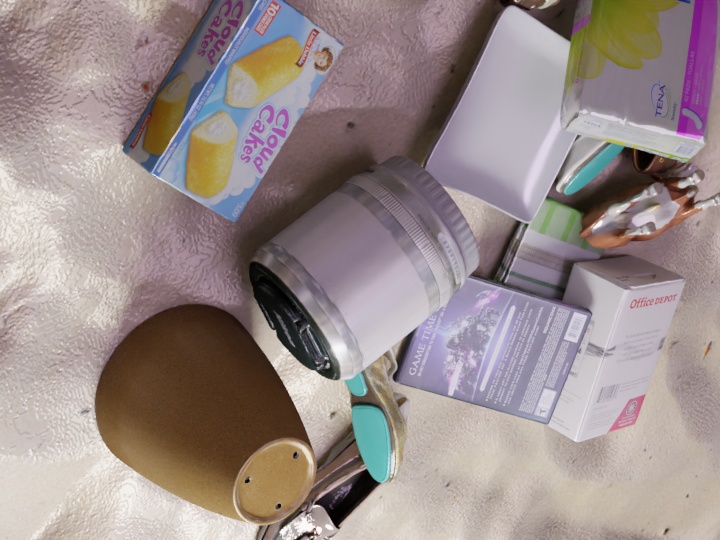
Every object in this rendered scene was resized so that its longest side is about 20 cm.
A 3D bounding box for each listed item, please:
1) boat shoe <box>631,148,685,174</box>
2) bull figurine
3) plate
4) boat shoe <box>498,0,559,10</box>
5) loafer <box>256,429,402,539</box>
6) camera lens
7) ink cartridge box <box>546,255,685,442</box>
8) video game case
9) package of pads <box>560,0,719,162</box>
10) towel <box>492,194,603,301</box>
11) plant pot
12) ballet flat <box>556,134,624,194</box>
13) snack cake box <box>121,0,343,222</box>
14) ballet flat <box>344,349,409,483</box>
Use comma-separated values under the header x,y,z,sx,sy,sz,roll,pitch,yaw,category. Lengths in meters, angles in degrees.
x,y,z,sx,sy,sz,roll,pitch,yaw,category
0.349,-0.201,1.786,0.067,0.072,0.202,-24,128,-38,boat shoe
0.347,-0.077,1.819,0.199,0.121,0.066,-26,91,-29,bull figurine
0.164,-0.168,1.689,0.199,0.032,0.201,19,101,-46,plate
0.172,-0.358,1.580,0.074,0.075,0.204,-15,121,-23,boat shoe
-0.035,0.259,1.742,0.200,0.063,0.072,-48,132,-8,loafer
0.000,0.000,1.571,0.199,0.160,0.161,-37,130,-16,camera lens
0.295,0.090,1.870,0.146,0.082,0.202,-6,118,-50,ink cartridge box
0.151,0.086,1.776,0.198,0.019,0.144,17,103,-17,video game case
0.298,-0.230,1.657,0.153,0.068,0.202,12,75,-10,package of pads
0.208,0.017,1.831,0.149,0.031,0.201,18,99,-44,towel
-0.132,0.159,1.528,0.185,0.200,0.188,-18,122,-30,plant pot
0.286,-0.170,1.757,0.200,0.070,0.069,-42,136,21,ballet flat
-0.118,-0.162,1.464,0.115,0.067,0.201,30,93,-41,snack cake box
0.018,0.131,1.694,0.070,0.071,0.202,-25,106,-24,ballet flat
